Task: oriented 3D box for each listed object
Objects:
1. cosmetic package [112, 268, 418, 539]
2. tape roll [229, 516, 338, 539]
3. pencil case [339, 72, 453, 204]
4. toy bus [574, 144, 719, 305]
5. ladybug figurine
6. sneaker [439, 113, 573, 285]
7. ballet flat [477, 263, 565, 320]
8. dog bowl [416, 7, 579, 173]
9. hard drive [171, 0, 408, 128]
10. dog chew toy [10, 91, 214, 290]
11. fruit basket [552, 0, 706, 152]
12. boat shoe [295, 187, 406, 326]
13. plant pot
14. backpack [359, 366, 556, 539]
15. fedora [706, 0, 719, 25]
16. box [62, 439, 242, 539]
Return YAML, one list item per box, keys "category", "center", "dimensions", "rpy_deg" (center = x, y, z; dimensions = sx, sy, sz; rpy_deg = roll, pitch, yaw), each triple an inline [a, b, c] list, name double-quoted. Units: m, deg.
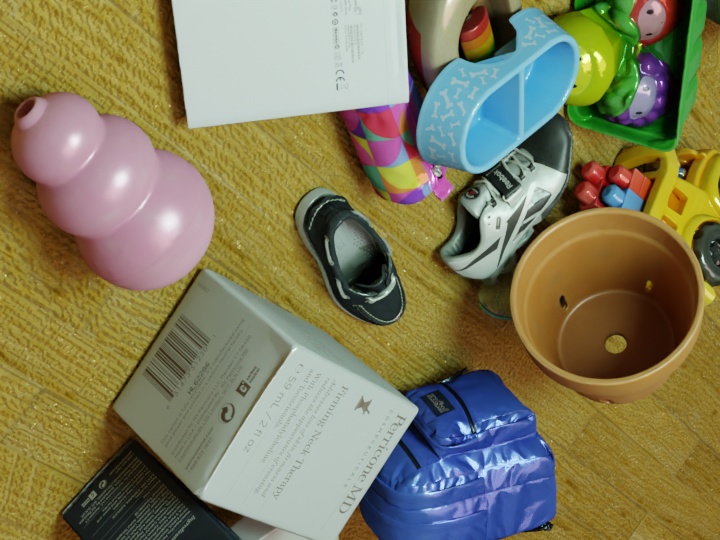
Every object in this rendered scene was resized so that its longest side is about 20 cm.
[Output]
- category: "cosmetic package"
  center: [-0.090, 0.132, 1.476]
  dimensions: [0.200, 0.166, 0.168]
  rpy_deg: [30, 94, -47]
- category: "tape roll"
  center: [-0.108, 0.330, 1.642]
  dimensions: [0.202, 0.037, 0.204]
  rpy_deg: [-32, 144, -27]
- category: "pencil case"
  center: [0.025, -0.153, 1.464]
  dimensions: [0.088, 0.088, 0.201]
  rpy_deg: [-41, 134, -13]
- category: "toy bus"
  center: [0.331, -0.077, 1.740]
  dimensions: [0.192, 0.135, 0.201]
  rpy_deg: [38, 62, -24]
- category: "ladybug figurine"
  center: [0.096, -0.226, 1.474]
  dimensions: [0.136, 0.072, 0.201]
  rpy_deg: [-49, 146, -23]
- category: "sneaker"
  center: [0.151, -0.079, 1.620]
  dimensions: [0.088, 0.074, 0.201]
  rpy_deg: [15, 107, -41]
- category: "ballet flat"
  center: [0.209, 0.011, 1.726]
  dimensions: [0.199, 0.071, 0.071]
  rpy_deg: [-3, 117, -45]
- category: "dog bowl"
  center: [0.135, -0.166, 1.459]
  dimensions: [0.200, 0.049, 0.112]
  rpy_deg: [-38, 143, -29]
- category: "hard drive"
  center: [-0.060, -0.198, 1.341]
  dimensions: [0.198, 0.027, 0.133]
  rpy_deg: [-8, 123, -6]
- category: "dog chew toy"
  center: [-0.213, -0.073, 1.289]
  dimensions: [0.125, 0.124, 0.200]
  rpy_deg: [-49, 127, -6]
- category: "fruit basket"
  center: [0.262, -0.225, 1.591]
  dimensions: [0.215, 0.155, 0.217]
  rpy_deg: [-35, 135, -44]
- category: "boat shoe"
  center: [0.000, 0.000, 1.549]
  dimensions: [0.076, 0.060, 0.200]
  rpy_deg: [-48, 136, -7]
- category: "plant pot"
  center: [0.267, 0.054, 1.634]
  dimensions: [0.200, 0.200, 0.140]
  rpy_deg: [-45, 151, -9]
- category: "backpack"
  center: [0.091, 0.209, 1.688]
  dimensions: [0.198, 0.162, 0.169]
  rpy_deg: [-16, 116, -17]
- category: "fedora"
  center: [0.405, -0.329, 1.668]
  dimensions: [0.200, 0.090, 0.178]
  rpy_deg: [-46, 142, -33]
- category: "box"
  center: [-0.167, 0.279, 1.472]
  dimensions: [0.104, 0.200, 0.148]
  rpy_deg: [-46, 135, -8]
